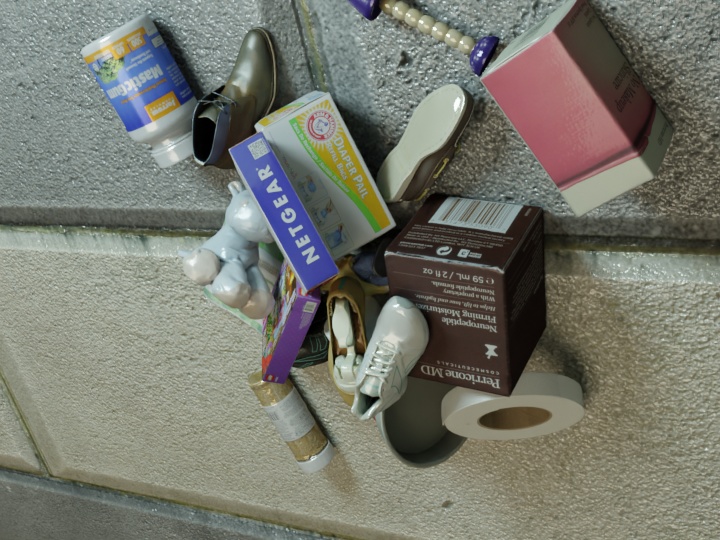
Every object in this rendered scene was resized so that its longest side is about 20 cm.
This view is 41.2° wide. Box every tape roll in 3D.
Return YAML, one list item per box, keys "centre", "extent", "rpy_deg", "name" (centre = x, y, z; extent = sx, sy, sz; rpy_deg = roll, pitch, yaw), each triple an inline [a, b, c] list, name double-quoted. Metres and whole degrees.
- centre: [0.216, 0.195, 1.362]
  extent: [0.201, 0.037, 0.203]
  rpy_deg: [-2, 154, -1]
  name: "tape roll"

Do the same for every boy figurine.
- centre: [0.000, 0.000, 1.379]
  extent: [0.124, 0.065, 0.199]
  rpy_deg: [27, 164, -27]
  name: "boy figurine"

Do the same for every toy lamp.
- centre: [0.070, -0.304, 1.162]
  extent: [0.199, 0.058, 0.058]
  rpy_deg: [31, 132, 6]
  name: "toy lamp"

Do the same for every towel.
- centre: [-0.177, 0.006, 1.545]
  extent: [0.148, 0.031, 0.201]
  rpy_deg: [30, 132, 8]
  name: "towel"

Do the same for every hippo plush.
- centre: [-0.164, -0.032, 1.427]
  extent: [0.159, 0.200, 0.161]
  rpy_deg: [36, 91, -14]
  name: "hippo plush"

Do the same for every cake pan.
- centre: [0.097, 0.189, 1.411]
  extent: [0.037, 0.200, 0.202]
  rpy_deg: [12, 131, 51]
  name: "cake pan"

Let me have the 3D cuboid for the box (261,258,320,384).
- centre: [-0.107, 0.056, 1.440]
  extent: [0.039, 0.138, 0.201]
  rpy_deg: [11, 134, -15]
  name: "box"

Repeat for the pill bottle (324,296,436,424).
- centre: [0.030, 0.142, 1.444]
  extent: [0.109, 0.110, 0.201]
  rpy_deg: [-9, 126, 35]
  name: "pill bottle"

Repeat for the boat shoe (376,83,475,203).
- centre: [0.093, -0.161, 1.246]
  extent: [0.200, 0.059, 0.072]
  rpy_deg: [-53, 48, 39]
  name: "boat shoe"

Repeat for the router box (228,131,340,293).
- centre: [-0.098, -0.068, 1.244]
  extent: [0.201, 0.049, 0.179]
  rpy_deg: [61, 175, -1]
  name: "router box"

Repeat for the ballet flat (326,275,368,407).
- centre: [-0.020, 0.110, 1.331]
  extent: [0.068, 0.063, 0.202]
  rpy_deg: [-5, 106, 14]
  name: "ballet flat"

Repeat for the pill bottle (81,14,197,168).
- centre: [-0.304, -0.254, 1.380]
  extent: [0.111, 0.112, 0.201]
  rpy_deg: [-14, 113, 37]
  name: "pill bottle"

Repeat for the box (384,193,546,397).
- centre: [0.146, 0.028, 1.276]
  extent: [0.165, 0.164, 0.201]
  rpy_deg: [8, 126, 26]
  name: "box"

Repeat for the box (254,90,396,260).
- centre: [-0.049, -0.130, 1.287]
  extent: [0.101, 0.112, 0.201]
  rpy_deg: [-29, 105, -5]
  name: "box"

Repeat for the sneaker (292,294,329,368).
- centre: [-0.065, 0.100, 1.532]
  extent: [0.079, 0.076, 0.199]
  rpy_deg: [32, 134, -32]
  name: "sneaker"

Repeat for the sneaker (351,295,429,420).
- centre: [0.036, 0.122, 1.245]
  extent: [0.070, 0.080, 0.201]
  rpy_deg: [27, 132, 17]
  name: "sneaker"

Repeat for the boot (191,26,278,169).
- centre: [-0.171, -0.230, 1.300]
  extent: [0.074, 0.097, 0.202]
  rpy_deg: [21, 111, 25]
  name: "boot"

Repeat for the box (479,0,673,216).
- centre: [0.249, -0.187, 1.088]
  extent: [0.109, 0.128, 0.200]
  rpy_deg: [-29, 105, 40]
  name: "box"

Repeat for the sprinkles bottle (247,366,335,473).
- centre: [-0.119, 0.256, 1.660]
  extent: [0.068, 0.068, 0.201]
  rpy_deg: [-16, 112, 37]
  name: "sprinkles bottle"
